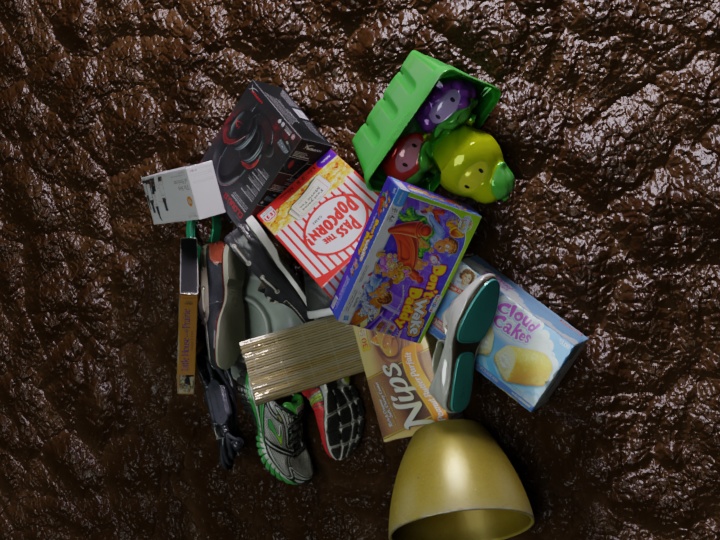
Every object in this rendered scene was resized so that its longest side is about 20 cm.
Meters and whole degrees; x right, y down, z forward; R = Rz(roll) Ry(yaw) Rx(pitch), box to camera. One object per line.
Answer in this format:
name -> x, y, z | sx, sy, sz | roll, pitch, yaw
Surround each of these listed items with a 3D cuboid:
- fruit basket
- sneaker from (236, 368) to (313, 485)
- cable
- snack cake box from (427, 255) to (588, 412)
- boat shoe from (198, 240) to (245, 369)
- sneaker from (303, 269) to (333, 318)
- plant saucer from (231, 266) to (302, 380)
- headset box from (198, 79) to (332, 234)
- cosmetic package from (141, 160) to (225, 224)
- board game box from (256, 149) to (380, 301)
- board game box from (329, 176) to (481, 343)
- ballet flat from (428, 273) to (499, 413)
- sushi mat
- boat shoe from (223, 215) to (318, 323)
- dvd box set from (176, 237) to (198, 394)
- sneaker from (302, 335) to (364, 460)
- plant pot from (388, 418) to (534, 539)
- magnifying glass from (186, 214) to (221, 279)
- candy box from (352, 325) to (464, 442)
fruit basket -> 0.113, -0.170, 1.428 | 0.215, 0.155, 0.217 | -8, 77, 42
sneaker -> -0.120, 0.239, 1.613 | 0.085, 0.078, 0.201 | -18, 100, 33
cable -> -0.220, 0.211, 1.661 | 0.050, 0.164, 0.201 | -13, 60, -11
snack cake box -> 0.197, 0.084, 1.439 | 0.200, 0.067, 0.115 | 38, 113, 22
boat shoe -> -0.220, 0.053, 1.611 | 0.062, 0.071, 0.202 | -4, 80, 24
sneaker -> 0.000, 0.000, 1.518 | 0.199, 0.071, 0.100 | -16, 95, 20
plant saucer -> -0.176, 0.091, 1.663 | 0.199, 0.050, 0.202 | 3, 96, 29
headset box -> -0.156, -0.163, 1.598 | 0.200, 0.075, 0.149 | -52, 58, 23
cosmetic package -> -0.283, -0.119, 1.645 | 0.200, 0.050, 0.083 | -1, 107, 59
board game box -> -0.039, -0.067, 1.495 | 0.151, 0.046, 0.200 | -43, 47, -3
board game box -> 0.060, -0.011, 1.411 | 0.201, 0.134, 0.045 | -66, 27, 17
ballet flat -> 0.131, 0.092, 1.408 | 0.069, 0.069, 0.201 | 20, 106, 27
sushi mat -> -0.076, 0.125, 1.542 | 0.012, 0.199, 0.096 | -34, 73, 66
boat shoe -> -0.131, 0.012, 1.574 | 0.060, 0.074, 0.201 | -34, 116, -1
dvd box set -> -0.271, 0.071, 1.632 | 0.029, 0.147, 0.201 | 1, 127, -10
sneaker -> -0.053, 0.190, 1.602 | 0.085, 0.077, 0.202 | -17, 82, 49
plant pot -> 0.130, 0.289, 1.443 | 0.199, 0.200, 0.143 | -24, 57, 29
magnifying glass -> -0.247, -0.015, 1.681 | 0.079, 0.022, 0.202 | -23, 67, 43
candy box -> 0.067, 0.140, 1.525 | 0.115, 0.055, 0.201 | -17, 87, 30
